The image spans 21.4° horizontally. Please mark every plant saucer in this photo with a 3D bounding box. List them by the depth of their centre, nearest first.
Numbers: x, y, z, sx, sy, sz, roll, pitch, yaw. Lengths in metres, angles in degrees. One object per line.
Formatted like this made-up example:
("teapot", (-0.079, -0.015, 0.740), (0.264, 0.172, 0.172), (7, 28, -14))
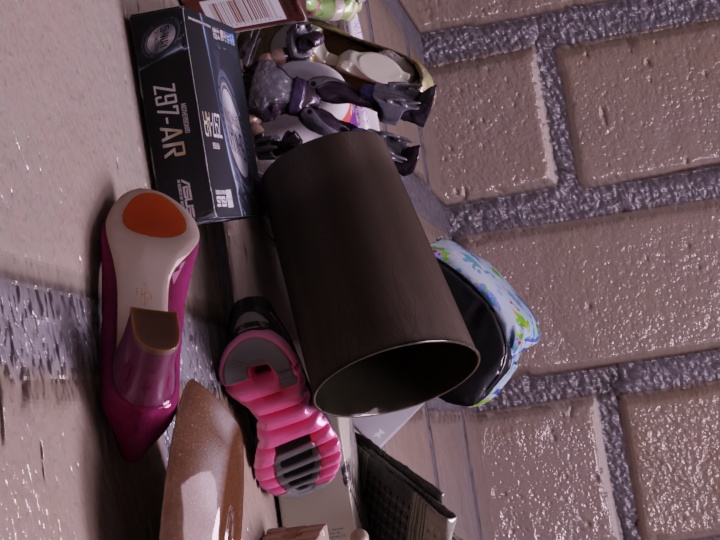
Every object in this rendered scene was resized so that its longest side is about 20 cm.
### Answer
("plant saucer", (-0.101, 0.172, 1.231), (0.200, 0.036, 0.202), (4, 90, -87))

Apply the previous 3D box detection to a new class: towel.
("towel", (0.033, 0.267, 1.721), (0.192, 0.034, 0.202), (35, -54, 54))

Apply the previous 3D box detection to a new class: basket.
("basket", (0.000, 0.000, 1.559), (0.180, 0.135, 0.201), (30, 38, -64))

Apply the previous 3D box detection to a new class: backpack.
("backpack", (0.086, 0.051, 1.721), (0.163, 0.154, 0.200), (44, -10, 16))

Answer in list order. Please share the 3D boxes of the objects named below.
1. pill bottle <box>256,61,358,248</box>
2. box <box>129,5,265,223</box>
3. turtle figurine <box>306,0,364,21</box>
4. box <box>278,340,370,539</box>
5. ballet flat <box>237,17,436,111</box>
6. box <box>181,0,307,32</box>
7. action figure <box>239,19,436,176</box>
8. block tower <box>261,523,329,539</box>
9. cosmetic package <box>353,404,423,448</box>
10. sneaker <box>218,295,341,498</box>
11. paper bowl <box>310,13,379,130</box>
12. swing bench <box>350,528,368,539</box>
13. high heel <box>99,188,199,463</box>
("pill bottle", (-0.046, -0.088, 1.772), (0.113, 0.111, 0.201), (-90, 168, -47))
("box", (-0.126, -0.117, 1.498), (0.200, 0.043, 0.162), (-11, 92, -82))
("turtle figurine", (-0.042, -0.311, 1.779), (0.144, 0.200, 0.194), (39, 1, -36))
("box", (-0.040, 0.162, 1.696), (0.082, 0.068, 0.202), (12, 69, -82))
("ballet flat", (-0.023, -0.196, 1.774), (0.071, 0.198, 0.071), (20, 90, -83))
("box", (-0.106, -0.309, 1.654), (0.075, 0.099, 0.202), (63, 21, -65))
("action figure", (-0.040, -0.147, 1.643), (0.069, 0.198, 0.131), (134, -30, -80))
("block tower", (-0.060, 0.255, 1.515), (0.200, 0.053, 0.058), (-50, 131, -80))
("cosmetic package", (0.007, 0.084, 1.847), (0.107, 0.090, 0.200), (44, 7, -11))
("sneaker", (-0.069, 0.103, 1.592), (0.096, 0.078, 0.201), (-107, -178, -50))
("paper bowl", (-0.041, -0.171, 1.907), (0.201, 0.103, 0.203), (-10, 90, -84))
("swing bench", (0.006, 0.345, 1.427), (0.200, 0.129, 0.201), (-69, 180, -49))
("high heel", (-0.146, 0.029, 1.241), (0.201, 0.067, 0.097), (-93, -162, -56))
